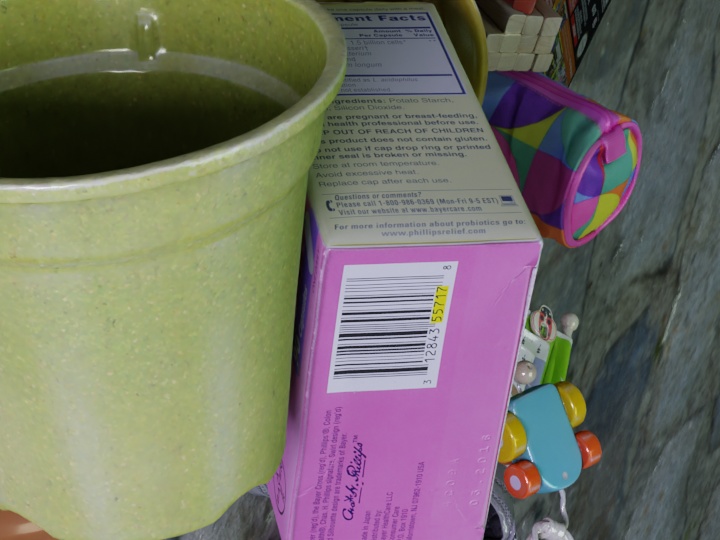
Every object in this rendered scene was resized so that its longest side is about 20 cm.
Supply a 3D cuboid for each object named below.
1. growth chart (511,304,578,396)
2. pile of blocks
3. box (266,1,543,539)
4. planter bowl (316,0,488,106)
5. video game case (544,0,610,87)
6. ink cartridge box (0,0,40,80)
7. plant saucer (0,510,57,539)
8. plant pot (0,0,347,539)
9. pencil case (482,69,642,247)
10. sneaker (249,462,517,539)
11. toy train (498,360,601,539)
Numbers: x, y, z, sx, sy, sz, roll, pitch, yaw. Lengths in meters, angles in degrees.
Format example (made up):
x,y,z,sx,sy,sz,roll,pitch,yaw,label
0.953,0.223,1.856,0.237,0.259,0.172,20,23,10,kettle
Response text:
x,y,z,sx,sy,sz,roll,pitch,yaw,label
0.077,0.055,1.393,0.200,0.018,0.146,34,55,-41,growth chart
0.067,-0.185,1.198,0.200,0.082,0.062,-96,-159,-57,pile of blocks
0.000,0.000,0.982,0.096,0.201,0.177,-2,128,-13,box
-0.041,-0.110,1.070,0.199,0.084,0.201,-8,128,-10,planter bowl
0.117,-0.153,1.363,0.182,0.025,0.200,-64,165,-10,video game case
-0.155,-0.021,0.960,0.145,0.048,0.201,18,98,-46,ink cartridge box
-0.146,0.073,1.006,0.199,0.038,0.201,-25,147,-17,plant saucer
-0.100,0.000,0.848,0.200,0.199,0.185,-36,133,-44,plant pot
0.061,-0.089,1.189,0.088,0.199,0.089,-44,151,-32,pencil case
0.015,0.127,1.291,0.199,0.082,0.075,8,126,-26,sneaker
0.055,0.098,1.273,0.200,0.055,0.151,37,60,-25,toy train
